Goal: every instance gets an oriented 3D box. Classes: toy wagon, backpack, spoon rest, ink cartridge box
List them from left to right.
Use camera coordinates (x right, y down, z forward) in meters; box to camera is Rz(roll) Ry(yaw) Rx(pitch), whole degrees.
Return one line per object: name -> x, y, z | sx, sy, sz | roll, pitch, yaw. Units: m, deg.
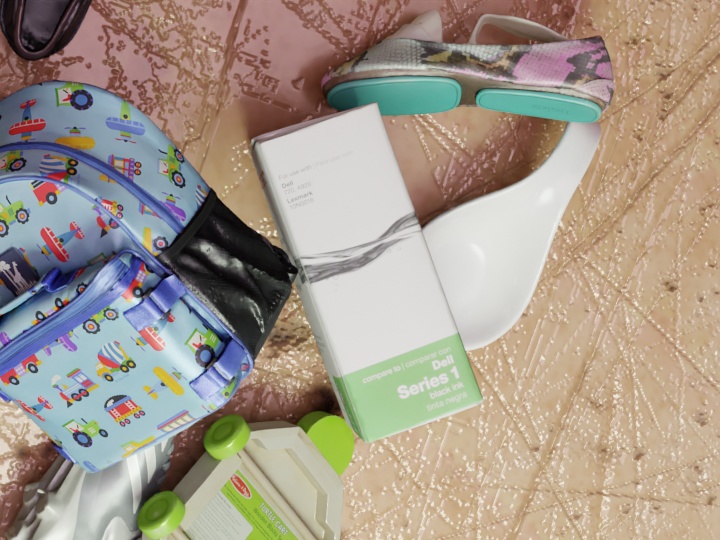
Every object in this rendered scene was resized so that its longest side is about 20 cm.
backpack -> -0.165, -0.003, 1.058 | 0.182, 0.135, 0.200 | -24, 117, 34
toy wagon -> -0.063, 0.167, 1.223 | 0.200, 0.040, 0.155 | -50, 126, -22
ink cartridge box -> 0.000, 0.000, 1.157 | 0.084, 0.146, 0.201 | -19, 92, -4
spoon rest -> 0.102, -0.034, 1.251 | 0.099, 0.061, 0.200 | 36, 86, -18

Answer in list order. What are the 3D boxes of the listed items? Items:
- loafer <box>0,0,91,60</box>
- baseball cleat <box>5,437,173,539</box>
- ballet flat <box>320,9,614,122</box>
loafer -> -0.174, -0.222, 1.116 | 0.072, 0.063, 0.201 | 18, 107, -15
baseball cleat -> -0.151, 0.127, 1.205 | 0.200, 0.070, 0.106 | -51, 124, -2
ballet flat -> 0.073, -0.141, 1.218 | 0.199, 0.069, 0.071 | 2, 73, -2
